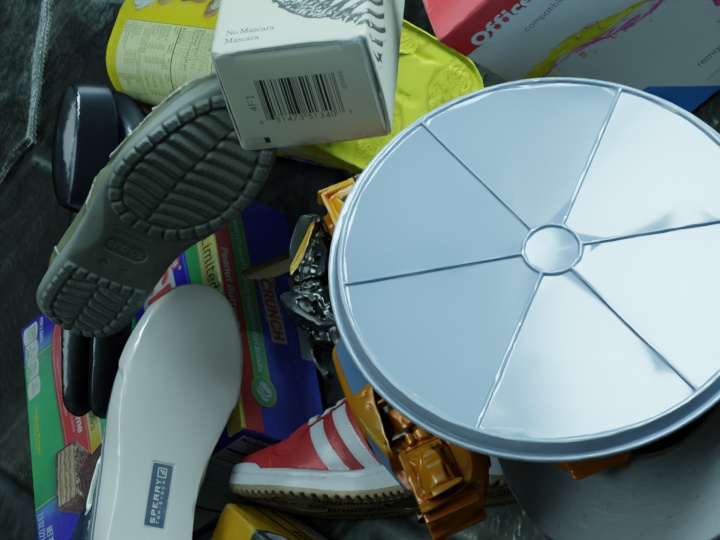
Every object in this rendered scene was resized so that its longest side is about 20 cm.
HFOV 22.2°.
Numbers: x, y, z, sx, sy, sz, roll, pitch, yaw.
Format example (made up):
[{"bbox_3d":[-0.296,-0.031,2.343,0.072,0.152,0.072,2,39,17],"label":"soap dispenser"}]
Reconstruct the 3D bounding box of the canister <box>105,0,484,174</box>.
[{"bbox_3d":[-0.044,-0.112,1.083,0.199,0.148,0.087,15,85,52],"label":"canister"}]

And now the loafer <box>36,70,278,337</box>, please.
[{"bbox_3d":[-0.114,-0.046,0.998,0.200,0.075,0.070,-42,31,33],"label":"loafer"}]

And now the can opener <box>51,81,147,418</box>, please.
[{"bbox_3d":[-0.159,-0.012,1.106,0.063,0.078,0.202,9,96,55],"label":"can opener"}]

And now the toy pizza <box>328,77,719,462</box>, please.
[{"bbox_3d":[0.085,-0.001,0.808,0.198,0.032,0.202,-4,56,5],"label":"toy pizza"}]

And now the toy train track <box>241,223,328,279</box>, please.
[{"bbox_3d":[0.000,0.000,1.013,0.200,0.114,0.033,-151,40,-76],"label":"toy train track"}]

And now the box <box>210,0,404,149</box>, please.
[{"bbox_3d":[-0.020,-0.157,0.930,0.081,0.069,0.201,-6,48,11],"label":"box"}]

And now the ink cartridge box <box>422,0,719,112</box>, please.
[{"bbox_3d":[0.106,-0.146,0.885,0.116,0.199,0.068,-40,47,28],"label":"ink cartridge box"}]

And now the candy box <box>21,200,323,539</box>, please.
[{"bbox_3d":[-0.121,0.072,1.136,0.199,0.077,0.171,-34,53,33],"label":"candy box"}]

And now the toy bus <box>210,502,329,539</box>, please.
[{"bbox_3d":[-0.015,0.190,0.961,0.199,0.078,0.066,25,94,50],"label":"toy bus"}]

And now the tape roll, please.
[{"bbox_3d":[0.153,0.044,0.853,0.199,0.066,0.202,-22,57,40],"label":"tape roll"}]

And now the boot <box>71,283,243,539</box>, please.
[{"bbox_3d":[-0.125,0.108,1.028,0.090,0.072,0.202,-20,53,60],"label":"boot"}]

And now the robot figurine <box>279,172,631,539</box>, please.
[{"bbox_3d":[0.042,0.019,0.857,0.144,0.058,0.201,-22,56,-2],"label":"robot figurine"}]

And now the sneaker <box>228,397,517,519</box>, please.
[{"bbox_3d":[0.012,0.072,0.993,0.199,0.071,0.114,-10,68,38],"label":"sneaker"}]
